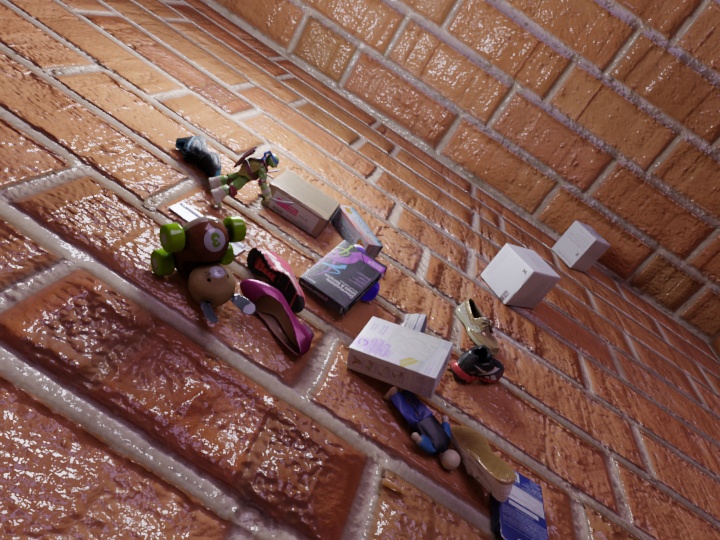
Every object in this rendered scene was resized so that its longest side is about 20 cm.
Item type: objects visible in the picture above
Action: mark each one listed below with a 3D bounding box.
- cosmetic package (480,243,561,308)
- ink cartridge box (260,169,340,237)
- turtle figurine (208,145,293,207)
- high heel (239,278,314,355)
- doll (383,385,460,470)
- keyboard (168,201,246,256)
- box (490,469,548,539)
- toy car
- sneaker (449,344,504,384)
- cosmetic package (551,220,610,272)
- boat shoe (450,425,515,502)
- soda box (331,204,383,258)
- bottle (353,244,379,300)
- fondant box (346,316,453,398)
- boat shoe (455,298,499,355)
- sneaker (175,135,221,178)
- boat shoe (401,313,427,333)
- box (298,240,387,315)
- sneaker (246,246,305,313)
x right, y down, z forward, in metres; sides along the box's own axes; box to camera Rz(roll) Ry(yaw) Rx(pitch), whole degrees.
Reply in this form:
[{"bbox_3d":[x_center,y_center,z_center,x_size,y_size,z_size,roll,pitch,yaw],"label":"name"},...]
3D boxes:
[{"bbox_3d":[0.596,0.023,2.047,0.199,0.165,0.165,11,34,-42],"label":"cosmetic package"},{"bbox_3d":[-0.175,-0.203,1.638,0.200,0.075,0.165,34,28,-3],"label":"ink cartridge box"},{"bbox_3d":[-0.291,-0.222,1.466,0.200,0.193,0.145,83,-15,-75],"label":"turtle figurine"},{"bbox_3d":[-0.179,0.094,1.138,0.200,0.068,0.096,37,15,-2],"label":"high heel"},{"bbox_3d":[0.139,0.325,1.146,0.136,0.049,0.200,-1,43,-48],"label":"doll"},{"bbox_3d":[-0.368,-0.101,1.323,0.200,0.011,0.056,35,31,2],"label":"keyboard"},{"bbox_3d":[0.317,0.486,1.098,0.121,0.032,0.200,32,25,-4],"label":"box"},{"bbox_3d":[-0.292,0.009,1.085,0.164,0.158,0.201,-13,63,-41],"label":"toy car"},{"bbox_3d":[0.326,0.245,1.442,0.200,0.098,0.071,11,32,-41],"label":"sneaker"},{"bbox_3d":[1.171,-0.125,2.918,0.166,0.200,0.168,11,34,-39],"label":"cosmetic package"},{"bbox_3d":[0.240,0.395,1.130,0.070,0.070,0.200,0,18,-19],"label":"boat shoe"},{"bbox_3d":[-0.015,-0.118,1.692,0.068,0.064,0.200,6,39,-44],"label":"soda box"},{"bbox_3d":[0.000,0.000,1.509,0.083,0.065,0.200,18,30,-19],"label":"bottle"},{"bbox_3d":[0.088,0.187,1.213,0.199,0.059,0.144,16,29,17],"label":"fondant box"},{"bbox_3d":[0.357,0.164,1.644,0.074,0.067,0.200,9,36,-41],"label":"boat shoe"},{"bbox_3d":[-0.449,-0.310,1.524,0.082,0.073,0.200,-7,39,-38],"label":"sneaker"},{"bbox_3d":[0.113,0.167,1.373,0.069,0.071,0.200,8,31,17],"label":"boat shoe"},{"bbox_3d":[-0.042,0.014,1.383,0.143,0.036,0.200,32,46,15],"label":"box"},{"bbox_3d":[-0.177,0.015,1.274,0.200,0.074,0.087,47,28,25],"label":"sneaker"}]
